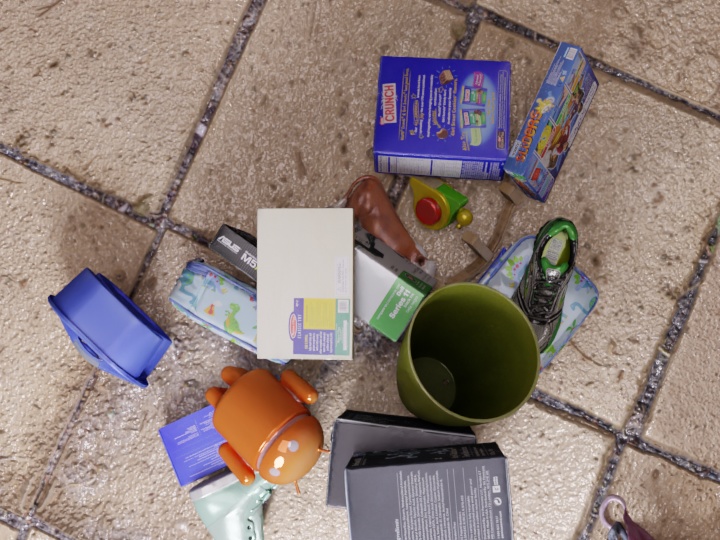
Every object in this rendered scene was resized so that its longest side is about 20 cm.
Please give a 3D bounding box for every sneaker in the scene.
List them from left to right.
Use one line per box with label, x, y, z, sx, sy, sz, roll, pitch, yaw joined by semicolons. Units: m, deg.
sneaker;-0.144;0.341;1.510;0.198;0.074;0.120;-24;92;-1
sneaker;0.255;0.021;1.412;0.077;0.085;0.203;13;88;8

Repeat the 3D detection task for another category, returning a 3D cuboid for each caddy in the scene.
caddy;-0.378;0.091;1.506;0.200;0.141;0.105;42;85;6

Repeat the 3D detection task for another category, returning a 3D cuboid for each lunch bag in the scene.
lunch bag;-0.177;0.061;1.477;0.198;0.161;0.083;28;85;3
lunch bag;0.241;0.057;1.492;0.160;0.082;0.201;40;90;5

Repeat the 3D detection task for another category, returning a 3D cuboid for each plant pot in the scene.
plant pot;0.125;0.140;1.398;0.184;0.200;0.190;5;68;-14

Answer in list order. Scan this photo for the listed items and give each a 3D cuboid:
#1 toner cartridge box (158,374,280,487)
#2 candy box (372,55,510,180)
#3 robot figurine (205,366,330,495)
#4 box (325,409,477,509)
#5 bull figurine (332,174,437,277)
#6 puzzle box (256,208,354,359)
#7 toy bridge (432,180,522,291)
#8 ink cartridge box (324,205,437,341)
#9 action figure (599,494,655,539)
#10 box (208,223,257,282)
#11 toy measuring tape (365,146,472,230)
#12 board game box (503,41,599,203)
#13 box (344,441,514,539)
toner cartridge box;-0.197;0.243;1.531;0.198;0.043;0.096;-24;85;2
candy box;0.121;-0.227;1.501;0.197;0.077;0.172;5;68;3
robot figurine;-0.131;0.220;1.435;0.143;0.117;0.200;-36;65;-30
box;0.059;0.273;1.433;0.197;0.197;0.126;6;88;4
bull figurine;0.029;-0.041;1.522;0.120;0.065;0.202;-29;84;5
puzzle box;-0.073;0.018;1.345;0.131;0.025;0.203;1;90;6
toy bridge;0.176;-0.035;1.511;0.027;0.067;0.201;34;87;40
ink cartridge box;0.000;0.000;1.425;0.199;0.147;0.084;35;103;4
action figure;0.445;0.425;1.464;0.197;0.135;0.150;5;44;-8
box;-0.113;0.010;1.462;0.192;0.200;0.048;33;91;6
toy measuring tape;0.085;-0.116;1.532;0.199;0.074;0.074;33;89;22
board game box;0.283;-0.214;1.481;0.034;0.135;0.202;24;87;28
box;0.085;0.282;1.259;0.197;0.148;0.109;-5;86;3
